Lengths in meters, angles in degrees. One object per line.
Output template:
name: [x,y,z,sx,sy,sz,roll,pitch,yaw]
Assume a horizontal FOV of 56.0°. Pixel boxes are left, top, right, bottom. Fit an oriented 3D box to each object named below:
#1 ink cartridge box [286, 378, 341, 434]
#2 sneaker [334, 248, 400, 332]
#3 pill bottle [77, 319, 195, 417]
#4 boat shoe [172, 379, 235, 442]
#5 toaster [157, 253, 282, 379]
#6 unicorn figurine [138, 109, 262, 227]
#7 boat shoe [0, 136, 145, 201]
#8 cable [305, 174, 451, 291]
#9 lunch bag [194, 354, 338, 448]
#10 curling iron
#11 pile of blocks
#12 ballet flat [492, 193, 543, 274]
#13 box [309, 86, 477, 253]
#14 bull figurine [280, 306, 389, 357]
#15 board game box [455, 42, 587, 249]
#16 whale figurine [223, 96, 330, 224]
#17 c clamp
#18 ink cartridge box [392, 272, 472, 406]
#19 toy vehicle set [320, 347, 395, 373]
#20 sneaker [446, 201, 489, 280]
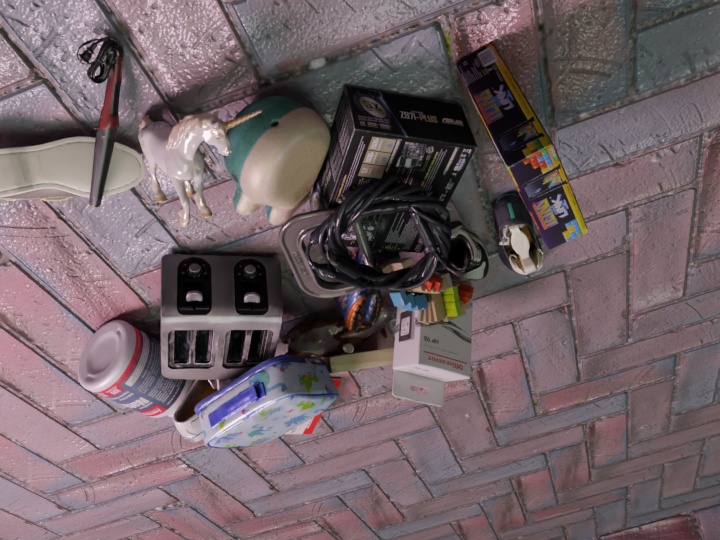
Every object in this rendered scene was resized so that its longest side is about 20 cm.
ink cartridge box: [-0.140,0.264,1.325,0.199,0.068,0.116,5,138,-20]
sneaker: [0.000,0.000,1.045,0.075,0.078,0.201,-10,130,-42]
pill bottle: [-0.351,0.176,1.126,0.119,0.120,0.200,-29,138,19]
boat shoe: [-0.240,0.185,1.129,0.071,0.200,0.070,20,149,30]
toaster: [-0.221,0.076,1.043,0.180,0.119,0.201,2,139,-15]
unicorn figurine: [-0.202,-0.126,0.772,0.074,0.199,0.138,-38,138,-41]
boat shoe: [-0.365,-0.121,0.820,0.200,0.073,0.060,-7,-175,-18]
cable: [0.038,-0.041,0.867,0.199,0.051,0.164,20,118,-34]
lunch bag: [-0.147,0.205,1.055,0.200,0.083,0.160,-35,155,24]
curling iron: [-0.296,-0.165,0.766,0.049,0.026,0.201,-9,127,-37]
pile of blocks: [0.107,0.035,1.018,0.199,0.083,0.062,16,166,-36]
ballet flat: [0.252,-0.036,1.069,0.073,0.073,0.200,-20,140,10]
box: [0.035,-0.124,0.894,0.163,0.087,0.201,4,139,-18]
bull figurine: [-0.046,0.111,1.144,0.199,0.066,0.121,-16,178,15]
board game box: [0.193,-0.149,0.816,0.056,0.201,0.165,-26,138,14]
whale figurine: [-0.108,-0.136,0.848,0.159,0.104,0.200,-45,167,-15]
c clamp: [-0.019,-0.030,0.906,0.170,0.027,0.201,-10,140,0]
ink cartridge box: [0.119,0.110,1.098,0.115,0.201,0.067,18,156,-32]
toy vehicle set: [-0.007,0.159,1.182,0.123,0.027,0.200,-7,172,-13]
sneaker: [0.148,-0.023,1.043,0.075,0.088,0.200,-29,139,18]
